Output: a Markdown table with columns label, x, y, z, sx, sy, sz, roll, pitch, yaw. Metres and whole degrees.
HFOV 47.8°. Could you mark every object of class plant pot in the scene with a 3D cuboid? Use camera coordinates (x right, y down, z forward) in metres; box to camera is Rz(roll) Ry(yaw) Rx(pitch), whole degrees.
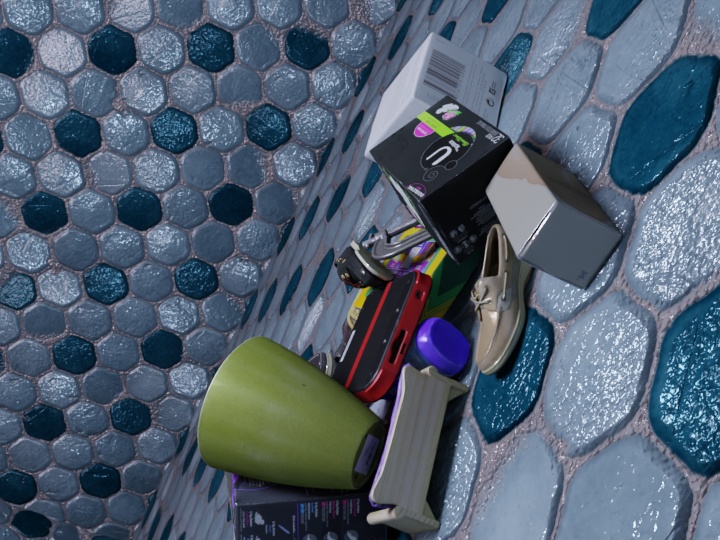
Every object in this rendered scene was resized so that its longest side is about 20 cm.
| label | x | y | z | sx | sy | sz | roll | pitch | yaw |
| --- | --- | --- | --- | --- | --- | --- | --- | --- | --- |
| plant pot | -0.075 | 0.204 | 1.064 | 0.187 | 0.200 | 0.187 | -45 | -36 | -48 |

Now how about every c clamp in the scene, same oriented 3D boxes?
| label | x | y | z | sx | sy | sz | roll | pitch | yaw |
| --- | --- | --- | --- | --- | --- | --- | --- | --- | --- |
| c clamp | 0.086 | -0.071 | 1.258 | 0.200 | 0.027 | 0.171 | -23 | 16 | 17 |

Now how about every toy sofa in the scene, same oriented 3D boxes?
| label | x | y | z | sx | sy | sz | roll | pitch | yaw |
| --- | --- | --- | --- | --- | --- | --- | --- | --- | --- |
| toy sofa | 0.061 | 0.226 | 1.041 | 0.083 | 0.097 | 0.200 | -41 | 29 | 58 |

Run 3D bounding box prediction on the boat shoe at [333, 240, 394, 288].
| label | x | y | z | sx | sy | sz | roll | pitch | yaw |
| --- | --- | --- | --- | --- | --- | --- | --- | --- | --- |
| boat shoe | 0.002 | 0.002 | 1.284 | 0.063 | 0.074 | 0.201 | -52 | 13 | 2 |

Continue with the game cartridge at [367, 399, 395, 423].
| label | x | y | z | sx | sy | sz | roll | pitch | yaw |
| --- | --- | --- | --- | --- | --- | --- | --- | --- | --- |
| game cartridge | 0.047 | 0.173 | 1.309 | 0.200 | 0.041 | 0.133 | -146 | 76 | -76 |

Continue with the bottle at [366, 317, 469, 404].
| label | x | y | z | sx | sy | sz | roll | pitch | yaw |
| --- | --- | --- | --- | --- | --- | --- | --- | --- | --- |
| bottle | 0.063 | 0.137 | 1.153 | 0.200 | 0.084 | 0.065 | -36 | 20 | 44 |

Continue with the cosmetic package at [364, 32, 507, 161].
| label | x | y | z | sx | sy | sz | roll | pitch | yaw |
| --- | --- | --- | --- | --- | --- | --- | --- | --- | --- |
| cosmetic package | 0.134 | -0.280 | 1.472 | 0.200 | 0.165 | 0.165 | -42 | 26 | 57 |

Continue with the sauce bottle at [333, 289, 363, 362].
| label | x | y | z | sx | sy | sz | roll | pitch | yaw |
| --- | --- | --- | --- | --- | --- | --- | --- | --- | --- |
| sauce bottle | 0.008 | 0.090 | 1.536 | 0.066 | 0.066 | 0.200 | -108 | 40 | -70 |

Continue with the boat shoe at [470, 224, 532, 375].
| label | x | y | z | sx | sy | sz | roll | pitch | yaw |
| --- | --- | --- | --- | --- | --- | --- | --- | --- | --- |
| boat shoe | 0.169 | 0.034 | 1.026 | 0.072 | 0.065 | 0.200 | -38 | 31 | 62 |

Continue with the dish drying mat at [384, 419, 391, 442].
| label | x | y | z | sx | sy | sz | roll | pitch | yaw |
| --- | --- | --- | --- | --- | --- | --- | --- | --- | --- |
| dish drying mat | 0.015 | 0.272 | 1.211 | 0.077 | 0.018 | 0.200 | -23 | -24 | -47 |

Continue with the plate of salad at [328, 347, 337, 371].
| label | x | y | z | sx | sy | sz | roll | pitch | yaw |
| --- | --- | --- | --- | --- | --- | --- | --- | --- | --- |
| plate of salad | -0.073 | 0.241 | 1.487 | 0.200 | 0.048 | 0.200 | 4 | -90 | -86 |

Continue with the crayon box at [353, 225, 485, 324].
| label | x | y | z | sx | sy | sz | roll | pitch | yaw |
| --- | --- | --- | --- | --- | --- | --- | --- | --- | --- |
| crayon box | 0.090 | 0.011 | 1.264 | 0.173 | 0.058 | 0.200 | -56 | 19 | -9 |

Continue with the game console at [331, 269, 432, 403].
| label | x | y | z | sx | sy | sz | roll | pitch | yaw |
| --- | --- | --- | --- | --- | --- | --- | --- | --- | --- |
| game console | 0.023 | 0.100 | 1.150 | 0.177 | 0.031 | 0.200 | -33 | 29 | 59 |

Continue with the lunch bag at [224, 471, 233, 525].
| label | x | y | z | sx | sy | sz | roll | pitch | yaw |
| --- | --- | --- | --- | --- | --- | --- | --- | --- | --- |
| lunch bag | -0.108 | 0.316 | 1.262 | 0.200 | 0.117 | 0.164 | -23 | -69 | -52 |

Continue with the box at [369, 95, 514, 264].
| label | x | y | z | sx | sy | sz | roll | pitch | yaw |
| --- | --- | --- | --- | --- | --- | --- | --- | --- | --- |
| box | 0.129 | -0.133 | 1.140 | 0.148 | 0.124 | 0.200 | -36 | 34 | 0 |

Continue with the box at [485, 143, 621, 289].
| label | x | y | z | sx | sy | sz | roll | pitch | yaw |
| --- | --- | --- | --- | --- | --- | --- | --- | --- | --- |
| box | 0.220 | -0.069 | 0.957 | 0.078 | 0.095 | 0.200 | -59 | 17 | 22 |

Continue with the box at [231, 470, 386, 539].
| label | x | y | z | sx | sy | sz | roll | pitch | yaw |
| --- | --- | --- | --- | --- | --- | --- | --- | --- | --- |
| box | -0.072 | 0.331 | 1.101 | 0.122 | 0.200 | 0.106 | -138 | 47 | -76 |

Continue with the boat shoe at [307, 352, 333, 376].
| label | x | y | z | sx | sy | sz | roll | pitch | yaw |
| --- | --- | --- | --- | --- | --- | --- | --- | --- | --- |
| boat shoe | -0.110 | 0.204 | 1.410 | 0.200 | 0.065 | 0.072 | -50 | 30 | 44 |
